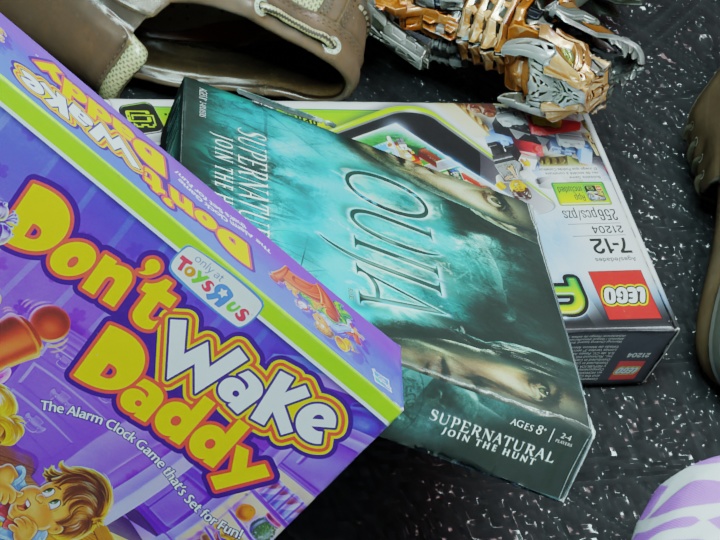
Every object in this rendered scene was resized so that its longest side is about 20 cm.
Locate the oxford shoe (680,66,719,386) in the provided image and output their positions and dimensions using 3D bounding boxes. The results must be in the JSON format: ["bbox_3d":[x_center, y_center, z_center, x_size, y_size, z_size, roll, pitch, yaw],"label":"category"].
[{"bbox_3d":[0.162,-0.033,1.155,0.073,0.084,0.201,42,55,-31],"label":"oxford shoe"}]

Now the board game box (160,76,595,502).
[{"bbox_3d":[0.000,0.000,0.958,0.135,0.028,0.200,20,19,-10],"label":"board game box"}]

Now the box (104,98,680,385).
[{"bbox_3d":[0.007,-0.009,1.074,0.199,0.035,0.110,-1,52,-27],"label":"box"}]

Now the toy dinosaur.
[{"bbox_3d":[0.041,-0.132,1.161,0.135,0.102,0.200,-29,70,-28],"label":"toy dinosaur"}]

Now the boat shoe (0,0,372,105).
[{"bbox_3d":[-0.091,-0.097,1.072,0.201,0.075,0.075,3,59,-14],"label":"boat shoe"}]

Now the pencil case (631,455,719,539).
[{"bbox_3d":[0.106,0.148,0.953,0.085,0.084,0.200,39,46,-8],"label":"pencil case"}]

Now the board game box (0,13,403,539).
[{"bbox_3d":[-0.106,0.014,0.829,0.200,0.134,0.045,40,16,-15],"label":"board game box"}]
